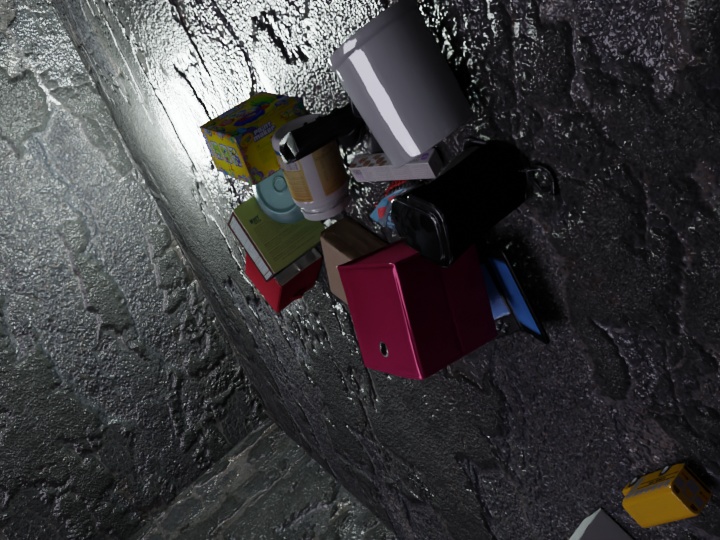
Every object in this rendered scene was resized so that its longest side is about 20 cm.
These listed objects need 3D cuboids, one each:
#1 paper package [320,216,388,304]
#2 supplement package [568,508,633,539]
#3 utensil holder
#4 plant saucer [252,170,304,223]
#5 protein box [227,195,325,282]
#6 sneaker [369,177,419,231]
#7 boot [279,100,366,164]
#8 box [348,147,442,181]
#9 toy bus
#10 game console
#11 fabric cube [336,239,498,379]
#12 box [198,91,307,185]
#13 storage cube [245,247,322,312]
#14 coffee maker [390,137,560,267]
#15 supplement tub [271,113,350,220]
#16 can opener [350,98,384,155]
[{"bbox_3d":[0.000,0.000,1.512,0.189,0.103,0.204,35,148,35],"label":"paper package"},{"bbox_3d":[0.557,0.657,1.314,0.200,0.120,0.121,43,154,23],"label":"supplement package"},{"bbox_3d":[0.067,-0.295,0.956,0.202,0.169,0.169,55,155,-11],"label":"utensil holder"},{"bbox_3d":[-0.200,-0.220,1.529,0.194,0.036,0.207,5,104,20],"label":"plant saucer"},{"bbox_3d":[-0.232,-0.116,1.661,0.202,0.197,0.135,55,157,-3],"label":"protein box"},{"bbox_3d":[0.091,-0.140,1.234,0.095,0.080,0.200,37,160,-4],"label":"sneaker"},{"bbox_3d":[-0.075,-0.263,1.200,0.066,0.199,0.165,48,155,7],"label":"boot"},{"bbox_3d":[0.065,-0.202,1.155,0.196,0.039,0.042,4,145,41],"label":"box"},{"bbox_3d":[0.543,0.412,1.083,0.065,0.078,0.202,45,153,16],"label":"toy bus"},{"bbox_3d":[0.241,0.055,1.123,0.173,0.117,0.203,-24,103,29],"label":"game console"},{"bbox_3d":[0.102,0.055,1.096,0.194,0.196,0.205,0,109,58],"label":"fabric cube"},{"bbox_3d":[-0.247,-0.323,1.435,0.190,0.199,0.124,23,142,45],"label":"box"},{"bbox_3d":[-0.237,-0.017,1.833,0.201,0.169,0.181,48,153,14],"label":"storage cube"},{"bbox_3d":[0.171,-0.114,0.950,0.137,0.199,0.190,59,154,-16],"label":"coffee maker"},{"bbox_3d":[-0.107,-0.234,1.360,0.143,0.143,0.204,23,141,47],"label":"supplement tub"},{"bbox_3d":[0.032,-0.290,1.152,0.076,0.065,0.202,12,149,17],"label":"can opener"}]
